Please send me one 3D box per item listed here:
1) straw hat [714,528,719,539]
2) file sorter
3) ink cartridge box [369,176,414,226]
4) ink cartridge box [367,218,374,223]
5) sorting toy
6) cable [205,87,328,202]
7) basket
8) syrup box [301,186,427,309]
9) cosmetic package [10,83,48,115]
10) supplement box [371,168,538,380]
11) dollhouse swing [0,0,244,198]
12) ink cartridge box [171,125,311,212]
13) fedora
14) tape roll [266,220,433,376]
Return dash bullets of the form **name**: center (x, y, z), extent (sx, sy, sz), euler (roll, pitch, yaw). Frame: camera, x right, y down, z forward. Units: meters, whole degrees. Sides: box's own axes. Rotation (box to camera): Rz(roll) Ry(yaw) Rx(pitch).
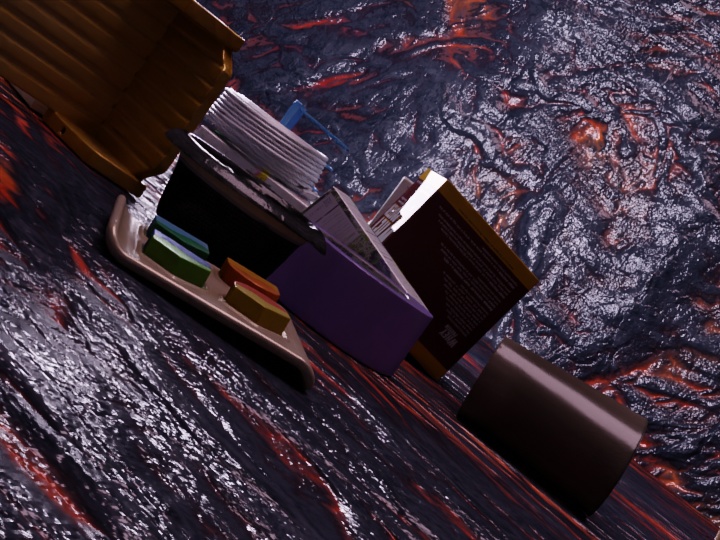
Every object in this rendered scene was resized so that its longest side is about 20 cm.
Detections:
- **straw hat**: center (0.208, 0.243, 0.685), extent (0.084, 0.204, 0.200), euler (-19, -39, 38)
- **file sorter**: center (-0.123, -0.177, 2.073), extent (0.122, 0.201, 0.139), euler (38, 3, -3)
- **ink cartridge box**: center (0.047, -0.029, 1.798), extent (0.083, 0.201, 0.145), euler (38, 4, 10)
- **ink cartridge box**: center (0.094, 0.003, 2.142), extent (0.146, 0.084, 0.201), euler (41, -22, 38)
- **sorting toy**: center (-0.120, 0.008, 0.970), extent (0.199, 0.037, 0.185), euler (36, 3, -14)
- **cable**: center (-0.142, -0.197, 1.791), extent (0.200, 0.070, 0.199), euler (40, 4, 42)
- **basket**: center (0.230, 0.182, 1.444), extent (0.199, 0.137, 0.180), euler (34, 8, 10)
- **syrup box**: center (0.000, 0.000, 1.511), extent (0.201, 0.078, 0.081), euler (55, 8, 12)
- **cosmetic package**: center (-0.353, -0.231, 1.402), extent (0.107, 0.085, 0.200), euler (33, 6, -37)
- **supplement box**: center (0.101, 0.003, 1.661), extent (0.197, 0.200, 0.133), euler (45, 2, -14)
- **dollhouse swing**: center (-0.267, -0.226, 1.224), extent (0.181, 0.201, 0.175), euler (39, 4, 42)
- **ink cartridge box**: center (-0.172, -0.122, 1.779), extent (0.199, 0.084, 0.145), euler (37, 3, -1)
- **fedora**: center (-0.131, -0.051, 1.177), extent (0.200, 0.092, 0.201), euler (36, 3, -3)
- **tape roll**: center (-0.019, 0.027, 1.356), extent (0.199, 0.085, 0.200), euler (38, 4, -3)
